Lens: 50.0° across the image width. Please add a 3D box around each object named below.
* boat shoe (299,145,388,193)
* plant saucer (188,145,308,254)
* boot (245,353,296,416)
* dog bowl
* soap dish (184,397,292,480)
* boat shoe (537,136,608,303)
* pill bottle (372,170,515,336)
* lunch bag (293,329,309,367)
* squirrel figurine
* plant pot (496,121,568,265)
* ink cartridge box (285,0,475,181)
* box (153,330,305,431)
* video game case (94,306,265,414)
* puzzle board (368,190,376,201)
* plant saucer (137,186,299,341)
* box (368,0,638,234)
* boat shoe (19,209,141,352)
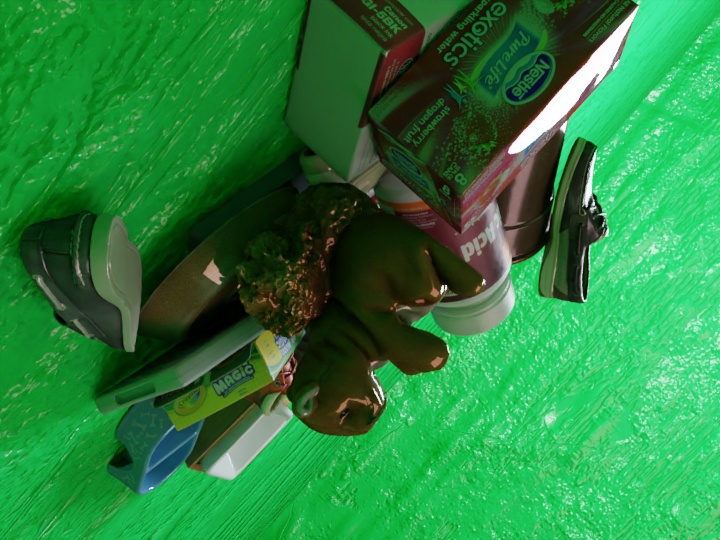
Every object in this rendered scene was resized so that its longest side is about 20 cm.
[{"bbox_3d":[0.020,-0.143,0.739,0.200,0.072,0.066,-44,129,-22],"label":"boat shoe"},{"bbox_3d":[-0.083,-0.070,0.740,0.199,0.019,0.070,-40,164,-28],"label":"plant saucer"},{"bbox_3d":[-0.105,0.092,0.946,0.075,0.107,0.202,-29,156,-47],"label":"boot"},{"bbox_3d":[-0.245,0.206,0.945,0.111,0.050,0.201,-36,163,-42],"label":"dog bowl"},{"bbox_3d":[-0.182,0.225,1.130,0.157,0.081,0.200,-45,167,-11],"label":"soap dish"},{"bbox_3d":[0.253,-0.053,0.890,0.072,0.065,0.205,-46,147,-52],"label":"boat shoe"},{"bbox_3d":[0.091,-0.037,0.793,0.114,0.113,0.202,-41,129,-21],"label":"pill bottle"},{"bbox_3d":[-0.041,0.090,1.087,0.200,0.136,0.171,33,71,-78],"label":"lunch bag"},{"bbox_3d":[-0.019,0.035,0.663,0.188,0.199,0.141,-55,-169,-2],"label":"squirrel figurine"},{"bbox_3d":[0.147,-0.146,0.886,0.199,0.199,0.201,-37,149,-34],"label":"plant pot"},{"bbox_3d":[0.041,-0.190,0.648,0.199,0.083,0.148,-39,164,-31],"label":"ink cartridge box"},{"bbox_3d":[-0.129,0.096,0.796,0.116,0.049,0.200,-28,-176,11],"label":"box"},{"bbox_3d":[-0.147,0.070,0.768,0.181,0.022,0.199,-23,-171,47],"label":"video game case"},{"bbox_3d":[0.023,-0.097,1.002,0.200,0.017,0.151,-45,167,-15],"label":"puzzle board"},{"bbox_3d":[-0.121,0.005,0.721,0.200,0.036,0.200,-43,175,-4],"label":"plant saucer"},{"bbox_3d":[0.109,-0.143,0.602,0.200,0.100,0.096,-46,165,-6],"label":"box"},{"bbox_3d":[-0.197,0.011,0.566,0.060,0.074,0.200,2,161,-9],"label":"boat shoe"}]
